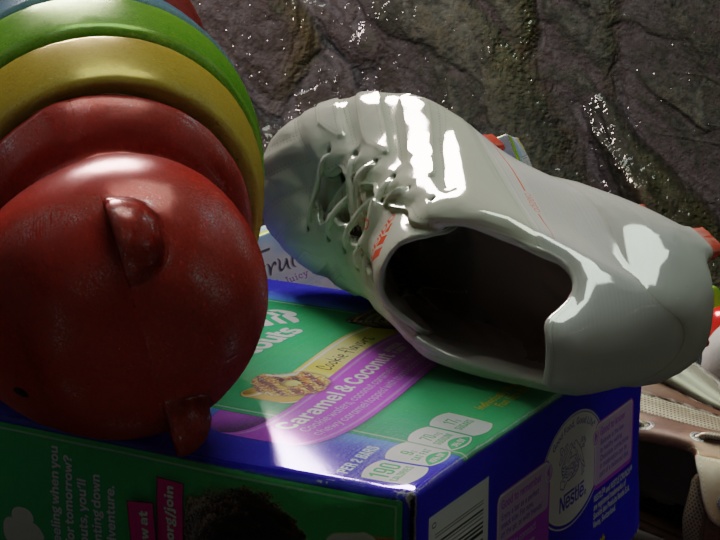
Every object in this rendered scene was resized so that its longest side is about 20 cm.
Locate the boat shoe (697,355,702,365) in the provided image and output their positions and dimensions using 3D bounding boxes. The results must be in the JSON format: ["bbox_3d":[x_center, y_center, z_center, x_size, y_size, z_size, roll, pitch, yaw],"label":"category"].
[{"bbox_3d":[0.070,0.010,1.079,0.201,0.070,0.072,25,8,3],"label":"boat shoe"}]

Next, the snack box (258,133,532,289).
[{"bbox_3d":[0.000,0.000,0.947,0.168,0.068,0.200,-22,2,5],"label":"snack box"}]

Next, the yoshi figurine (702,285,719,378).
[{"bbox_3d":[0.202,0.080,1.191,0.112,0.112,0.200,46,-16,-3],"label":"yoshi figurine"}]

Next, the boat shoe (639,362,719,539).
[{"bbox_3d":[0.158,0.095,0.895,0.200,0.076,0.072,20,40,34],"label":"boat shoe"}]

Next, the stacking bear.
[{"bbox_3d":[-0.080,-0.020,0.643,0.114,0.122,0.200,-11,28,-10],"label":"stacking bear"}]

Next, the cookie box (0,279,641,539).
[{"bbox_3d":[-0.036,0.058,0.685,0.200,0.075,0.171,8,16,26],"label":"cookie box"}]

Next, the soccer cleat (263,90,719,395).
[{"bbox_3d":[0.021,-0.011,0.679,0.077,0.069,0.200,-13,22,-37],"label":"soccer cleat"}]
